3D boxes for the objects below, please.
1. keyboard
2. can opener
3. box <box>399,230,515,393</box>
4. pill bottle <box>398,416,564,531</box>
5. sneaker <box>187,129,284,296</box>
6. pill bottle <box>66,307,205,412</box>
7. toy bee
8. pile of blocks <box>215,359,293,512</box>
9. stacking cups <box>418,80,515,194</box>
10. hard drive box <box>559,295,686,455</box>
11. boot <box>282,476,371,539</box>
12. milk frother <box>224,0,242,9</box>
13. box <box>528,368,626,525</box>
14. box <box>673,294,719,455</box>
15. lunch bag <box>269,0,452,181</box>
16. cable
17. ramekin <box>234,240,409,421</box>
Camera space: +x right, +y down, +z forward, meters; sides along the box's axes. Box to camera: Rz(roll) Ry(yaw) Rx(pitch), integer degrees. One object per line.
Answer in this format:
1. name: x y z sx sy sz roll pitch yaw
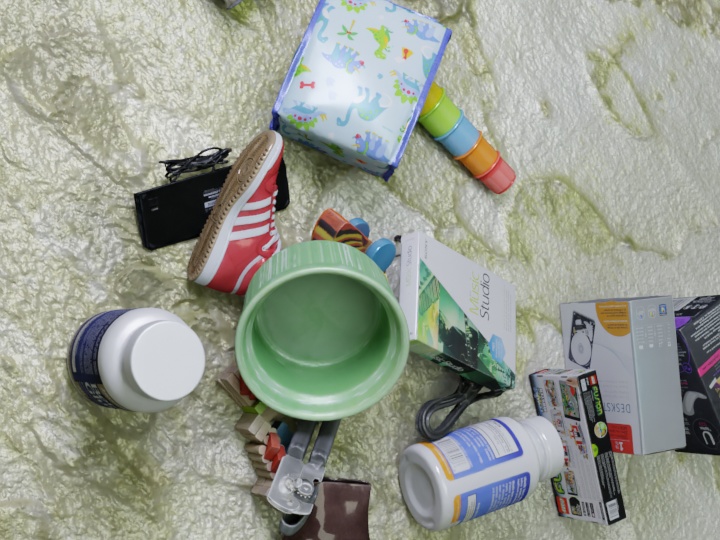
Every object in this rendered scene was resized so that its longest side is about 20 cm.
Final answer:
1. keyboard: -0.180 -0.100 1.546 0.198 0.040 0.105 -19 119 -29
2. can opener: -0.065 0.227 1.528 0.053 0.067 0.201 18 34 2
3. box: 0.123 0.054 1.611 0.199 0.036 0.146 26 56 -40
4. pill bottle: 0.158 0.252 1.655 0.198 0.112 0.113 -13 93 -28
5. sneaker: -0.114 -0.059 1.529 0.112 0.071 0.201 23 103 -26
6. pill bottle: -0.240 0.097 1.400 0.110 0.199 0.112 2 86 -27
7. toy bee: 0.000 0.000 1.589 0.199 0.131 0.109 26 100 -35
8. pile of blocks: -0.104 0.192 1.546 0.081 0.062 0.202 -20 97 -27
9. stacking cups: 0.129 -0.182 1.698 0.200 0.060 0.061 41 70 -24
10. hard drive box: 0.351 0.138 1.741 0.076 0.155 0.202 -6 89 -28
11. boot: -0.002 0.342 1.574 0.198 0.072 0.168 11 95 -19
12. milk frother: -0.143 -0.423 1.470 0.180 0.200 0.188 -39 107 7
13. box: 0.288 0.232 1.727 0.034 0.110 0.202 -14 95 -28
14. box: 0.480 0.148 1.827 0.106 0.122 0.202 -30 101 -27
15. lunch bag: 0.001 -0.235 1.570 0.169 0.127 0.202 23 84 -4
16. cable: 0.131 0.155 1.670 0.200 0.050 0.098 -49 122 -32
17. ramekin: -0.046 0.064 1.494 0.198 0.098 0.202 -2 118 -4
